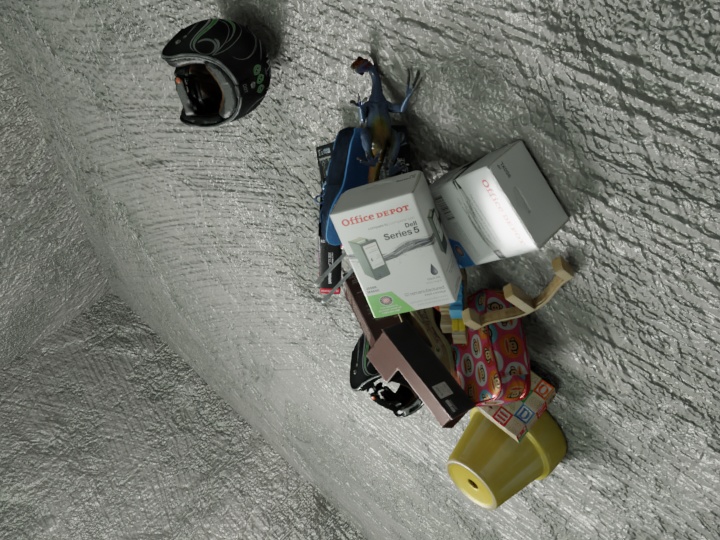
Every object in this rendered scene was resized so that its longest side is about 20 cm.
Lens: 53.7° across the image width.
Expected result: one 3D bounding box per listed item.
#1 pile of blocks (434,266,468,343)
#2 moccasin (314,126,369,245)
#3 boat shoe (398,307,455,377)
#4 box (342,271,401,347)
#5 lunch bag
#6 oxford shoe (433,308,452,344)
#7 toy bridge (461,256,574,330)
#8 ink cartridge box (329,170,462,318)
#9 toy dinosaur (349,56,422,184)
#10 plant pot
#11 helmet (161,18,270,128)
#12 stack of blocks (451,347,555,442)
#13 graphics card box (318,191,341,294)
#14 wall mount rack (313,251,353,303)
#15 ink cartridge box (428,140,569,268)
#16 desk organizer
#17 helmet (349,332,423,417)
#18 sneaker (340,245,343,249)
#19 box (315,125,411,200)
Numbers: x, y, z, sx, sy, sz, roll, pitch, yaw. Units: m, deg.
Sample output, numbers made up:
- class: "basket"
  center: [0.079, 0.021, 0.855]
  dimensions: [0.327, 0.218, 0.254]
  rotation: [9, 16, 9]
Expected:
- class: "pile of blocks"
  center: [0.148, 0.025, 1.221]
  dimensions: [0.062, 0.082, 0.201]
  rotation: [-3, 85, 18]
- class: "moccasin"
  center: [-0.028, -0.144, 1.216]
  dimensions: [0.068, 0.080, 0.200]
  rotation: [26, 102, 48]
- class: "boat shoe"
  center: [0.115, 0.128, 1.333]
  dimensions: [0.073, 0.063, 0.200]
  rotation: [-35, 73, 50]
- class: "box"
  center: [0.044, 0.082, 1.459]
  dimensions: [0.075, 0.100, 0.200]
  rotation: [83, 165, -47]
- class: "lunch bag"
  center: [0.219, 0.143, 1.269]
  dimensions: [0.176, 0.082, 0.201]
  rotation: [140, 127, -62]
- class: "oxford shoe"
  center: [0.143, 0.054, 1.398]
  dimensions: [0.071, 0.072, 0.201]
  rotation: [-165, 59, -69]
- class: "toy bridge"
  center: [0.256, 0.047, 1.144]
  dimensions: [0.067, 0.027, 0.200]
  rotation: [29, 131, -35]
- class: "ink cartridge box"
  center: [0.059, -0.039, 1.127]
  dimensions: [0.145, 0.084, 0.200]
  rotation: [-13, 116, 24]
- class: "toy dinosaur"
  center: [0.014, -0.242, 1.136]
  dimensions: [0.200, 0.105, 0.182]
  rotation: [123, 143, -50]
- class: "plant pot"
  center: [0.279, 0.370, 1.435]
  dimensions: [0.201, 0.189, 0.201]
  rotation: [37, 151, 25]
- class: "helmet"
  center: [-0.267, -0.374, 1.330]
  dimensions: [0.199, 0.191, 0.200]
  rotation: [7, 130, 9]
- class: "stack of blocks"
  center: [0.254, 0.214, 1.347]
  dimensions: [0.200, 0.115, 0.059]
  rotation: [36, 171, 28]
- class: "graphics card box"
  center: [-0.063, -0.056, 1.506]
  dimensions: [0.051, 0.126, 0.200]
  rotation: [2, 144, -2]
- class: "wall mount rack"
  center: [0.000, 0.000, 1.367]
  dimensions: [0.200, 0.173, 0.075]
  rotation: [78, -176, -70]
- class: "ink cartridge box"
  center: [0.197, -0.095, 1.093]
  dimensions: [0.145, 0.084, 0.200]
  rotation: [55, 154, -10]
- class: "desk organizer"
  center: [0.104, 0.194, 1.268]
  dimensions: [0.200, 0.072, 0.077]
  rotation: [51, 131, 22]
- class: "helmet"
  center: [0.074, 0.196, 1.533]
  dimensions: [0.199, 0.191, 0.200]
  rotation: [3, 133, 4]
- class: "sneaker"
  center: [0.034, -0.103, 1.354]
  dimensions: [0.087, 0.074, 0.200]
  rotation: [17, 134, -15]
- class: "box"
  center: [0.007, -0.158, 1.253]
  dimensions: [0.200, 0.043, 0.161]
  rotation: [-6, 93, 49]
